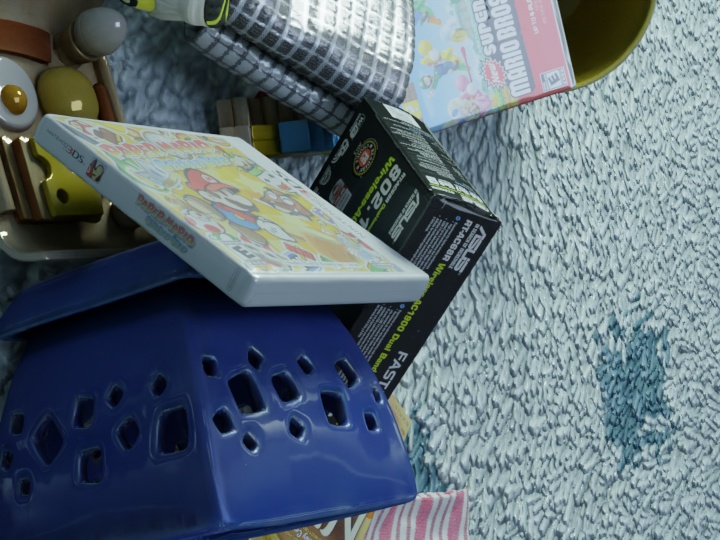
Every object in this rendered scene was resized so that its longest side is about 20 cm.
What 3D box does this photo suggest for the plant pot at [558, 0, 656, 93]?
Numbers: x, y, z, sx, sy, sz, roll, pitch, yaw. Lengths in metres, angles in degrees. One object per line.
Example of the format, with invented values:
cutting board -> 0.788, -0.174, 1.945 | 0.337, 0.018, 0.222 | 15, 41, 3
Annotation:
plant pot -> 0.169, -0.273, 1.476 | 0.142, 0.199, 0.201 | -81, 156, -77

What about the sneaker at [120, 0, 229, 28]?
sneaker -> -0.119, -0.253, 1.074 | 0.076, 0.076, 0.201 | 100, -5, -51

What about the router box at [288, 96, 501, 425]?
router box -> 0.000, 0.000, 1.115 | 0.062, 0.150, 0.201 | 20, 112, -31

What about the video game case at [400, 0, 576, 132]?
video game case -> 0.085, -0.201, 1.372 | 0.199, 0.017, 0.144 | -19, 102, -19

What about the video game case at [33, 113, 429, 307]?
video game case -> -0.073, -0.036, 0.968 | 0.200, 0.182, 0.023 | 0, 123, -59

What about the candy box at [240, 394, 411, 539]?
candy box -> -0.038, 0.156, 1.196 | 0.116, 0.055, 0.201 | 55, 43, -34

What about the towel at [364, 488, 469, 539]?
towel -> 0.044, 0.260, 1.317 | 0.199, 0.030, 0.147 | 5, 81, -55

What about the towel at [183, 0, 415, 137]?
towel -> -0.037, -0.218, 1.175 | 0.165, 0.085, 0.201 | 26, 51, -30

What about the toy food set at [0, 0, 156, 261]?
toy food set -> -0.181, -0.100, 1.006 | 0.143, 0.060, 0.201 | -5, 74, -55

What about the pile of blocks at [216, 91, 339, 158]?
pile of blocks -> -0.037, -0.122, 1.224 | 0.200, 0.082, 0.063 | -10, 92, -55

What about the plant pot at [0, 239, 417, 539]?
plant pot -> -0.107, 0.082, 0.997 | 0.199, 0.199, 0.181 | 4, 73, -54
